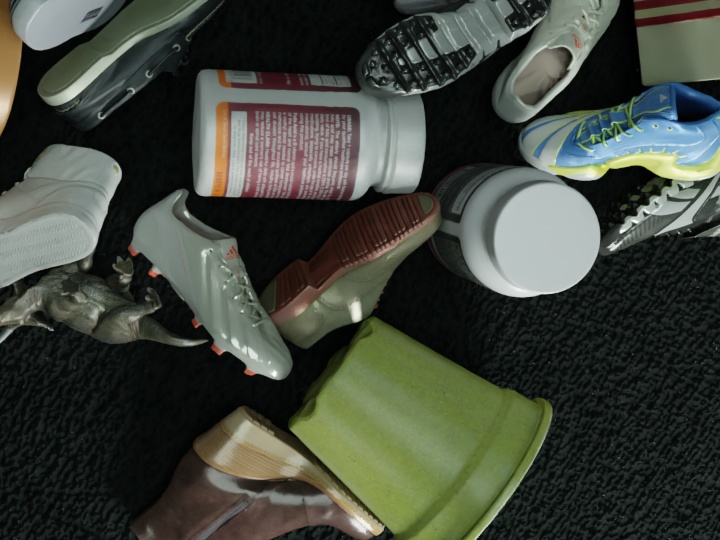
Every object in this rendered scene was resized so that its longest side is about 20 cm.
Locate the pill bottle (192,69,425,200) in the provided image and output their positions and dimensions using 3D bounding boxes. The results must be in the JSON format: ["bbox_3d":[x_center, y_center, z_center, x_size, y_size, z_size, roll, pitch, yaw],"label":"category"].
[{"bbox_3d":[-0.049,-0.121,1.134,0.200,0.114,0.114,2,96,-11],"label":"pill bottle"}]

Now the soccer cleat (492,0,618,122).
[{"bbox_3d":[0.196,-0.225,1.182,0.069,0.078,0.200,34,88,-12],"label":"soccer cleat"}]

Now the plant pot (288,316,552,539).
[{"bbox_3d":[0.042,0.147,1.159,0.184,0.200,0.200,37,88,-2],"label":"plant pot"}]

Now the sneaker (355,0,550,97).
[{"bbox_3d":[0.077,-0.201,1.128,0.200,0.090,0.066,-32,90,-20],"label":"sneaker"}]

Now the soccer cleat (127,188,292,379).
[{"bbox_3d":[-0.126,0.014,1.134,0.078,0.069,0.200,-45,82,12],"label":"soccer cleat"}]

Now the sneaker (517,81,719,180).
[{"bbox_3d":[0.250,-0.141,1.177,0.200,0.105,0.076,1,57,5],"label":"sneaker"}]

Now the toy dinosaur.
[{"bbox_3d":[-0.238,0.030,1.136,0.200,0.102,0.077,11,58,-24],"label":"toy dinosaur"}]

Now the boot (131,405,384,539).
[{"bbox_3d":[-0.096,0.238,1.202,0.200,0.072,0.166,37,100,-14],"label":"boot"}]

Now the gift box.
[{"bbox_3d":[0.381,-0.270,1.152,0.200,0.187,0.185,-18,103,-27],"label":"gift box"}]

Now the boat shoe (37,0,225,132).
[{"bbox_3d":[-0.190,-0.195,1.123,0.199,0.075,0.066,-42,131,-13],"label":"boat shoe"}]

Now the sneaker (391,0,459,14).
[{"bbox_3d":[0.105,-0.323,1.170,0.200,0.078,0.112,-26,83,2],"label":"sneaker"}]

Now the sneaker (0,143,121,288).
[{"bbox_3d":[-0.303,-0.050,1.116,0.200,0.116,0.074,-9,129,21],"label":"sneaker"}]

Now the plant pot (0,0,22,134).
[{"bbox_3d":[-0.366,-0.180,1.034,0.140,0.200,0.200,7,95,-30],"label":"plant pot"}]

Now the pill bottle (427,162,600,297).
[{"bbox_3d":[0.136,-0.037,1.137,0.116,0.200,0.116,-1,97,-11],"label":"pill bottle"}]

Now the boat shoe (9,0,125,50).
[{"bbox_3d":[-0.252,-0.230,1.044,0.057,0.200,0.069,40,106,-4],"label":"boat shoe"}]

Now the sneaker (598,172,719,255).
[{"bbox_3d":[0.323,-0.060,1.241,0.200,0.066,0.091,-35,100,-8],"label":"sneaker"}]

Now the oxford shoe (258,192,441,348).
[{"bbox_3d":[0.000,0.000,1.175,0.200,0.071,0.074,-33,124,15],"label":"oxford shoe"}]
